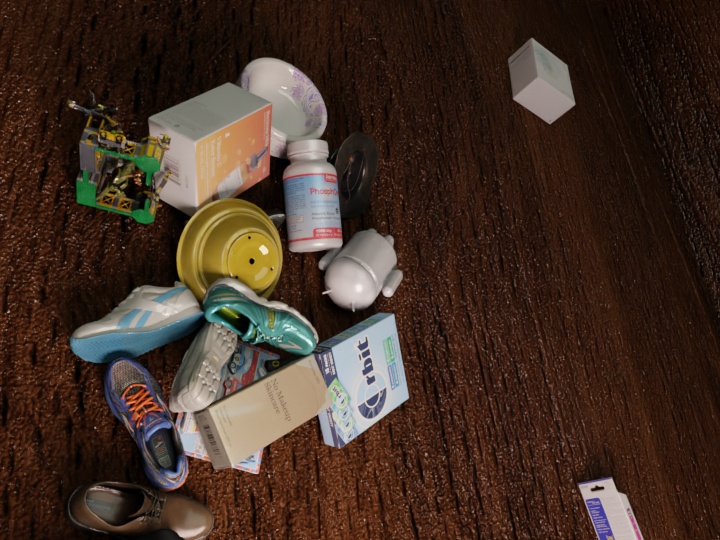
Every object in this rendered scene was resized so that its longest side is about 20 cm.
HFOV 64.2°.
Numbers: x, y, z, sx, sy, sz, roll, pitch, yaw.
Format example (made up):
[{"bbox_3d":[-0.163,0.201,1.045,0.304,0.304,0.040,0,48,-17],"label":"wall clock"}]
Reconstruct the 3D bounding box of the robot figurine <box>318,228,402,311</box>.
[{"bbox_3d":[0.000,0.000,1.144,0.166,0.115,0.201,18,44,19],"label":"robot figurine"}]

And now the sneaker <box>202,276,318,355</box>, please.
[{"bbox_3d":[-0.159,0.090,0.904,0.197,0.078,0.080,27,27,-17],"label":"sneaker"}]

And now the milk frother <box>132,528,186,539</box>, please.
[{"bbox_3d":[-0.257,0.424,0.642,0.185,0.182,0.202,-7,55,-39],"label":"milk frother"}]

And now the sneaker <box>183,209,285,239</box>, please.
[{"bbox_3d":[-0.226,-0.095,1.045,0.198,0.076,0.089,-24,77,-44],"label":"sneaker"}]

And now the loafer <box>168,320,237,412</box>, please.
[{"bbox_3d":[-0.242,0.133,0.882,0.071,0.068,0.202,60,19,-25],"label":"loafer"}]

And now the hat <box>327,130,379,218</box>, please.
[{"bbox_3d":[-0.038,-0.210,1.243,0.079,0.204,0.201,16,40,25],"label":"hat"}]

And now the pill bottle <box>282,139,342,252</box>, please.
[{"bbox_3d":[-0.095,-0.142,1.110,0.107,0.108,0.206,-5,89,-40],"label":"pill bottle"}]

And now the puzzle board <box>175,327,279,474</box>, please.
[{"bbox_3d":[-0.211,0.206,0.927,0.148,0.017,0.204,25,52,-26],"label":"puzzle board"}]

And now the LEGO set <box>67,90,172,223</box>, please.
[{"bbox_3d":[-0.372,-0.181,0.907,0.150,0.201,0.118,8,57,-11],"label":"LEGO set"}]

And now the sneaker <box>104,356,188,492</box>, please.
[{"bbox_3d":[-0.294,0.210,0.807,0.075,0.078,0.203,-29,86,-34],"label":"sneaker"}]

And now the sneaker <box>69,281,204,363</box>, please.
[{"bbox_3d":[-0.339,0.075,0.865,0.197,0.077,0.081,-17,61,-44],"label":"sneaker"}]

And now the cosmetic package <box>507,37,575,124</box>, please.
[{"bbox_3d":[0.635,-0.664,2.019,0.196,0.122,0.204,21,56,-28],"label":"cosmetic package"}]

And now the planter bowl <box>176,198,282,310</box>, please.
[{"bbox_3d":[-0.197,-0.017,0.958,0.197,0.083,0.206,-5,98,-38],"label":"planter bowl"}]

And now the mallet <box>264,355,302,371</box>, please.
[{"bbox_3d":[-0.086,0.149,1.037,0.196,0.041,0.067,7,63,-38],"label":"mallet"}]

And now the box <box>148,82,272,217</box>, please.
[{"bbox_3d":[-0.256,-0.213,1.008,0.105,0.155,0.200,27,44,18],"label":"box"}]

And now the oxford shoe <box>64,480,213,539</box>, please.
[{"bbox_3d":[-0.281,0.325,0.759,0.197,0.084,0.074,22,52,-30],"label":"oxford shoe"}]

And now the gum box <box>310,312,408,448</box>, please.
[{"bbox_3d":[0.000,0.192,1.041,0.198,0.044,0.174,-24,107,-44],"label":"gum box"}]

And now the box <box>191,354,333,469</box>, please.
[{"bbox_3d":[-0.148,0.216,0.896,0.198,0.077,0.097,-25,88,-40],"label":"box"}]

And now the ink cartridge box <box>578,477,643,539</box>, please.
[{"bbox_3d":[0.576,0.577,1.301,0.036,0.094,0.204,-5,69,-39],"label":"ink cartridge box"}]

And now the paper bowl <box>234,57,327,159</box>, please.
[{"bbox_3d":[-0.175,-0.325,1.188,0.197,0.104,0.205,19,56,-30],"label":"paper bowl"}]
